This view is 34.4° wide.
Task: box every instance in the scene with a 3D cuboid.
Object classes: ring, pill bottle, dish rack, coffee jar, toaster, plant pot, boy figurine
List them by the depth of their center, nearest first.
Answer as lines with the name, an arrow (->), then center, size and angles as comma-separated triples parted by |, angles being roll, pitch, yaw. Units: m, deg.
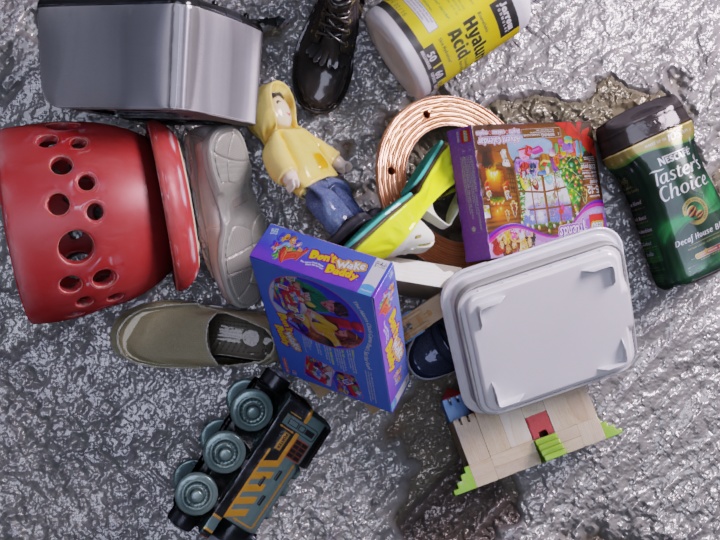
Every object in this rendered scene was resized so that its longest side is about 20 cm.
toaster -> -0.200, -0.214, 1.181 | 0.199, 0.181, 0.120 | 3, 93, 21
dish rack -> 0.191, 0.059, 1.183 | 0.199, 0.044, 0.173 | -18, 115, -7
plant pot -> -0.266, -0.059, 1.192 | 0.181, 0.200, 0.202 | -12, 89, -11
boy figurine -> -0.054, -0.117, 1.251 | 0.064, 0.124, 0.201 | -43, 75, 32
pill bottle -> 0.114, -0.286, 1.260 | 0.199, 0.111, 0.112 | -35, 91, -4
ring -> 0.103, -0.093, 1.270 | 0.199, 0.019, 0.202 | 6, 77, -26
coffee jar -> 0.340, -0.088, 1.282 | 0.104, 0.085, 0.201 | -24, 90, -4

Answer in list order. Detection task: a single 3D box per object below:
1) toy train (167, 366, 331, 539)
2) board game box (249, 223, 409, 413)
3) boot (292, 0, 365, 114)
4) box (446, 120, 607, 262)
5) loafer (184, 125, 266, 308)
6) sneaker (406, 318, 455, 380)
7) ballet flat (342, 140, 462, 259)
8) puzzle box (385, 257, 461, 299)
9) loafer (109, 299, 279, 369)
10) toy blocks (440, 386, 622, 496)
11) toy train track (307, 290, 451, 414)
toy train -> -0.121, 0.206, 1.251 | 0.114, 0.085, 0.201 | 34, 87, -12
board game box -> -0.027, 0.051, 1.159 | 0.134, 0.201, 0.045 | 19, 56, 20
boot -> -0.027, -0.273, 1.219 | 0.069, 0.174, 0.202 | 13, 88, -3
box -> 0.182, -0.087, 1.240 | 0.199, 0.039, 0.138 | -9, 90, -41
loafer -> -0.148, -0.060, 1.259 | 0.072, 0.063, 0.202 | -24, 115, -43
sneaker -> 0.137, 0.052, 1.253 | 0.199, 0.108, 0.070 | -34, 93, -4
ballet flat -> 0.058, -0.058, 1.179 | 0.067, 0.067, 0.200 | 46, 52, -7
puzzle box -> 0.000, 0.000, 1.234 | 0.198, 0.133, 0.026 | 10, 83, -4
loafer -> -0.172, 0.069, 1.254 | 0.198, 0.068, 0.076 | -1, 89, -4
toy blocks -> 0.169, 0.147, 1.271 | 0.199, 0.100, 0.138 | -20, 78, -5
toy train track -> 0.023, 0.078, 1.247 | 0.200, 0.033, 0.115 | -36, 89, 32
